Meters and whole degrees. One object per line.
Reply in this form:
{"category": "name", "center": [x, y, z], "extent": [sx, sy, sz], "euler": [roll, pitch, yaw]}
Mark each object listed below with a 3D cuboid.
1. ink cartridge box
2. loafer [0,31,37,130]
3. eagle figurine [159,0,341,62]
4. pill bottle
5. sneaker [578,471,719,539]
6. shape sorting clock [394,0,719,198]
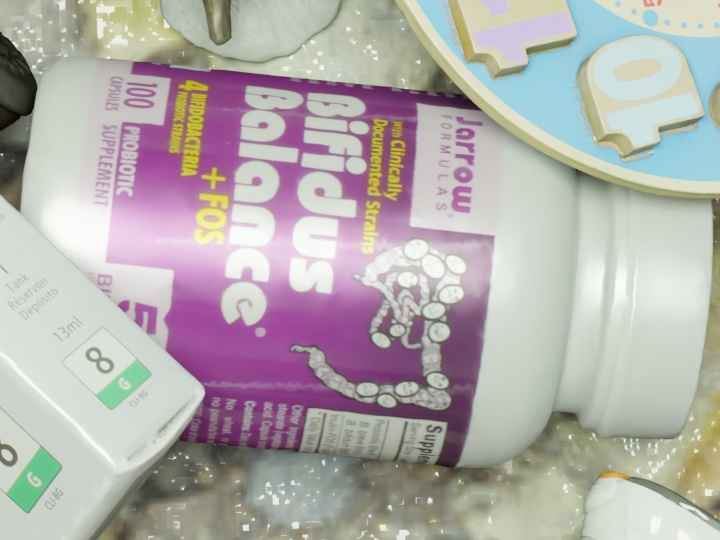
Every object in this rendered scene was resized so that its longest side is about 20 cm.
{"category": "ink cartridge box", "center": [-0.156, 0.019, 0.847], "extent": [0.200, 0.161, 0.050], "euler": [42, 46, 3]}
{"category": "loafer", "center": [-0.187, -0.074, 0.899], "extent": [0.200, 0.073, 0.071], "euler": [25, 88, 22]}
{"category": "eagle figurine", "center": [-0.059, -0.179, 0.922], "extent": [0.152, 0.151, 0.200], "euler": [15, 38, -40]}
{"category": "pill bottle", "center": [0.000, 0.000, 0.883], "extent": [0.199, 0.112, 0.113], "euler": [5, 79, -3]}
{"category": "sneaker", "center": [0.133, 0.150, 0.891], "extent": [0.200, 0.076, 0.092], "euler": [35, 86, 11]}
{"category": "shape sorting clock", "center": [0.093, -0.119, 0.862], "extent": [0.199, 0.039, 0.201], "euler": [3, 76, -13]}
